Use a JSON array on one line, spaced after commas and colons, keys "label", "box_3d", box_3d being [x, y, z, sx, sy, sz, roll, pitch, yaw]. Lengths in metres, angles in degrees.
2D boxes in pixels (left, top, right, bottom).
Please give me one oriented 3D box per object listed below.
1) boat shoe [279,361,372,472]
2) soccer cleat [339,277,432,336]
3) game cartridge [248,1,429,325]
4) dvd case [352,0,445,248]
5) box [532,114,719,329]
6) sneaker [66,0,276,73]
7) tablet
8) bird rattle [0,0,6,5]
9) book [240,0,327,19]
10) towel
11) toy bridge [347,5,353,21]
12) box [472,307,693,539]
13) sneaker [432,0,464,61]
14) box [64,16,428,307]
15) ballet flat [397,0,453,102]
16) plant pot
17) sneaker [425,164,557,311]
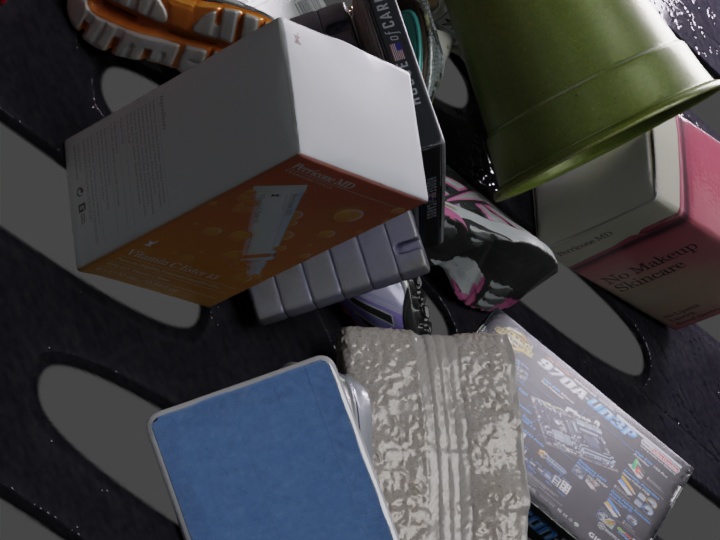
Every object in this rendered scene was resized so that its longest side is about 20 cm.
[{"label": "boat shoe", "box_3d": [-0.030, 0.146, 1.517, 0.086, 0.075, 0.202, 27, 46, -42]}, {"label": "soccer cleat", "box_3d": [0.000, 0.000, 1.667, 0.068, 0.073, 0.200, -85, 157, -65]}, {"label": "game cartridge", "box_3d": [-0.042, -0.073, 1.597, 0.038, 0.130, 0.200, 41, 32, -76]}, {"label": "dvd case", "box_3d": [0.026, -0.115, 1.599, 0.200, 0.025, 0.150, 87, -15, -72]}, {"label": "box", "box_3d": [0.256, -0.047, 1.962, 0.200, 0.128, 0.109, 27, 50, -40]}, {"label": "sneaker", "box_3d": [-0.097, -0.160, 1.564, 0.200, 0.078, 0.077, 30, 25, 5]}, {"label": "tablet", "box_3d": [-0.046, 0.166, 1.466, 0.014, 0.130, 0.200, 120, -50, -78]}, {"label": "bird rattle", "box_3d": [-0.211, -0.278, 1.481, 0.113, 0.163, 0.200, 39, 29, -5]}, {"label": "book", "box_3d": [-0.101, -0.253, 1.696, 0.200, 0.048, 0.134, 62, 31, -5]}, {"label": "towel", "box_3d": [0.049, 0.133, 1.602, 0.132, 0.034, 0.200, 4, 66, -17]}, {"label": "toy bridge", "box_3d": [-0.027, -0.137, 1.735, 0.067, 0.027, 0.200, 45, 38, -26]}, {"label": "box", "box_3d": [0.137, 0.137, 1.706, 0.200, 0.046, 0.159, 39, 37, 2]}, {"label": "sneaker", "box_3d": [0.102, -0.178, 1.894, 0.115, 0.075, 0.200, 4, 62, -50]}, {"label": "box", "box_3d": [-0.075, -0.064, 1.476, 0.124, 0.200, 0.098, 18, 56, -46]}, {"label": "ballet flat", "box_3d": [0.037, -0.192, 1.766, 0.072, 0.072, 0.200, 13, 57, -48]}, {"label": "plant pot", "box_3d": [0.150, -0.180, 1.783, 0.200, 0.200, 0.190, -23, 85, -55]}, {"label": "sneaker", "box_3d": [0.078, -0.039, 1.774, 0.200, 0.080, 0.086, 31, 33, -48]}]
